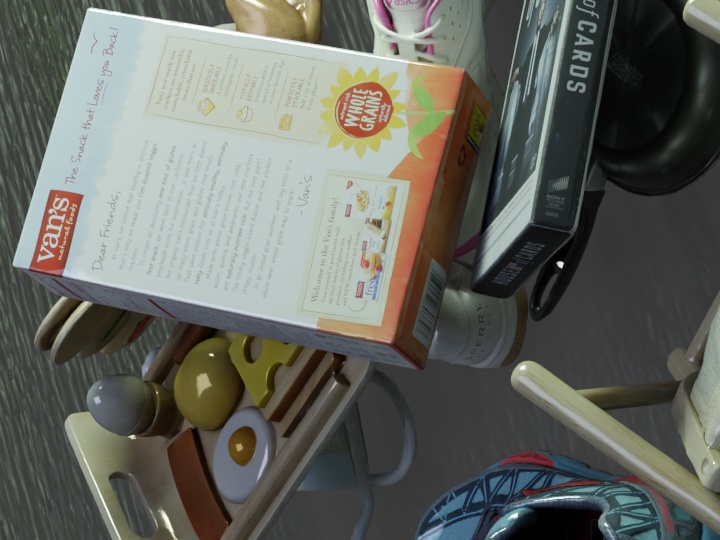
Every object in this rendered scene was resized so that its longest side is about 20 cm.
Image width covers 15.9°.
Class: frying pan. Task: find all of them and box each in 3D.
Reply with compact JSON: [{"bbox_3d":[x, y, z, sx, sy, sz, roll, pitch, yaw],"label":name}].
[{"bbox_3d":[0.113,-0.073,1.227,0.190,0.031,0.115,-43,57,39],"label":"frying pan"}]

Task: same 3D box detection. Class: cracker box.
[{"bbox_3d":[-0.051,-0.040,1.220,0.199,0.058,0.135,12,78,20],"label":"cracker box"}]

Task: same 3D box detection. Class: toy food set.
[{"bbox_3d":[-0.077,0.053,1.309,0.200,0.060,0.144,-56,42,26],"label":"toy food set"}]

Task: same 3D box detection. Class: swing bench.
[{"bbox_3d":[0.196,0.023,1.047,0.200,0.129,0.200,45,123,35],"label":"swing bench"}]

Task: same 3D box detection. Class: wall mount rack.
[{"bbox_3d":[-0.052,0.121,1.392,0.199,0.074,0.175,-9,92,52],"label":"wall mount rack"}]

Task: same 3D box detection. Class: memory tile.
[{"bbox_3d":[-0.088,-0.033,1.347,0.017,0.153,0.200,40,96,10],"label":"memory tile"}]

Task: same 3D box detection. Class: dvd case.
[{"bbox_3d":[0.089,-0.098,1.157,0.150,0.025,0.201,121,160,-76],"label":"dvd case"}]

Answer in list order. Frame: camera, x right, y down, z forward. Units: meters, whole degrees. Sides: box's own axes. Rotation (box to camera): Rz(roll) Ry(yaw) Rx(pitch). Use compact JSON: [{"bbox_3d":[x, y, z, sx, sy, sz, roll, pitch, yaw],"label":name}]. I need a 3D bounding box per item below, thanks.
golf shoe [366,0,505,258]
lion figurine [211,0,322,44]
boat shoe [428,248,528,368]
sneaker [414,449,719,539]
[{"bbox_3d":[0.029,-0.107,1.264,0.075,0.091,0.201,-3,85,22],"label":"golf shoe"},{"bbox_3d":[-0.075,-0.111,1.425,0.200,0.072,0.123,-45,64,36],"label":"lion figurine"},{"bbox_3d":[0.000,0.000,1.330,0.200,0.069,0.071,21,108,50],"label":"boat shoe"},{"bbox_3d":[0.082,0.124,1.209,0.199,0.095,0.080,-9,82,50],"label":"sneaker"}]
